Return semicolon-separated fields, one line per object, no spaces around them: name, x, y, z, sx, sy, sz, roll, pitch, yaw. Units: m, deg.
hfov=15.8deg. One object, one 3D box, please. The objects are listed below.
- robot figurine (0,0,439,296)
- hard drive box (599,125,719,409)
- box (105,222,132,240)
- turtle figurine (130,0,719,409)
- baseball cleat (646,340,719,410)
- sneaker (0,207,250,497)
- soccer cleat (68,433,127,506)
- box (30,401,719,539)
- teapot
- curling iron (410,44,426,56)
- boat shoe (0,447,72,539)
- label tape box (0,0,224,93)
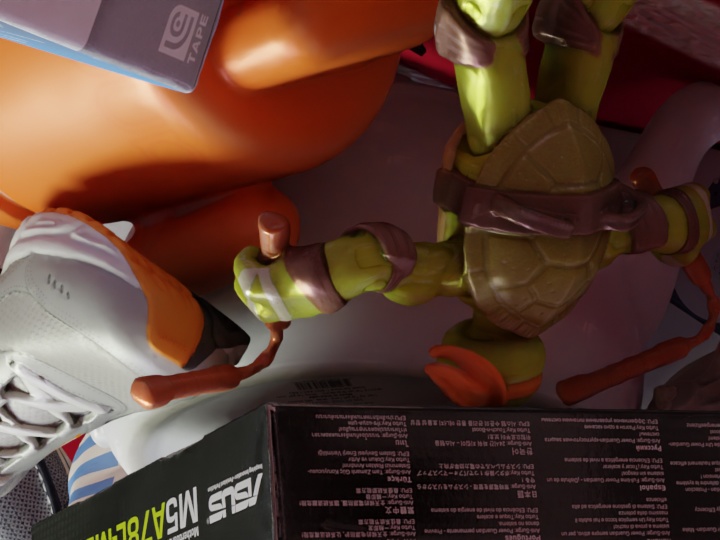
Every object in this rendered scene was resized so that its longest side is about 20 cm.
robot figurine;-0.067;-0.076;0.767;0.200;0.117;0.144;-13;132;45
hard drive box;0.104;0.034;0.972;0.199;0.156;0.077;13;168;28
box;-0.090;-0.032;1.047;0.152;0.107;0.200;21;178;-11
turtle figurine;0.035;-0.027;0.691;0.199;0.162;0.064;-5;-162;-32
baseball cleat;0.194;0.039;0.840;0.199;0.070;0.107;-20;125;18
sneaker;-0.106;0.041;0.772;0.076;0.092;0.200;38;158;-23
soccer cleat;-0.075;0.081;0.958;0.070;0.087;0.200;17;-171;-13
box;0.025;0.080;0.770;0.199;0.048;0.193;3;166;-27
teapot;0.000;0.000;0.881;0.199;0.147;0.197;15;151;-28
curling iron;-0.008;-0.077;0.954;0.049;0.026;0.200;17;170;-4
boat shoe;-0.177;0.052;1.036;0.200;0.075;0.093;52;175;12
label tape box;-0.134;-0.106;0.591;0.143;0.066;0.200;19;179;29
